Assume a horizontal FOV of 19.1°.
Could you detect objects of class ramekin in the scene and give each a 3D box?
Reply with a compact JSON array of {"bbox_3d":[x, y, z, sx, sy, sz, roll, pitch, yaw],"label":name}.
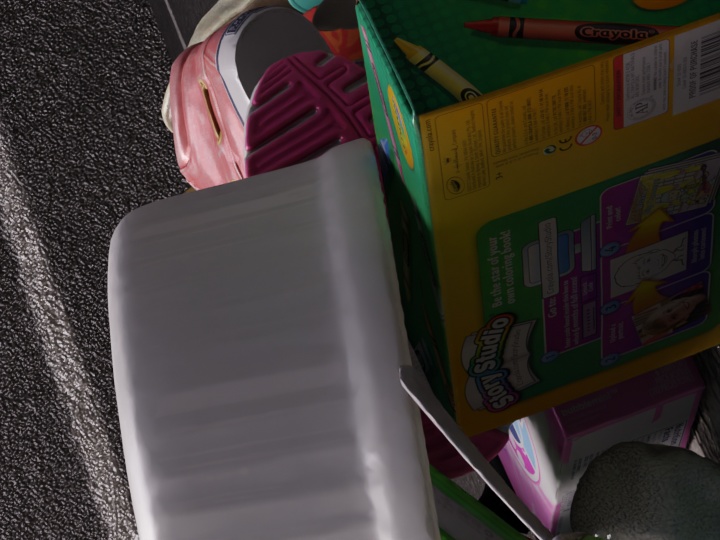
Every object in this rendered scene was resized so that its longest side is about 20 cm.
[{"bbox_3d":[-0.026,0.059,0.765,0.200,0.097,0.201,171,90,-90],"label":"ramekin"}]

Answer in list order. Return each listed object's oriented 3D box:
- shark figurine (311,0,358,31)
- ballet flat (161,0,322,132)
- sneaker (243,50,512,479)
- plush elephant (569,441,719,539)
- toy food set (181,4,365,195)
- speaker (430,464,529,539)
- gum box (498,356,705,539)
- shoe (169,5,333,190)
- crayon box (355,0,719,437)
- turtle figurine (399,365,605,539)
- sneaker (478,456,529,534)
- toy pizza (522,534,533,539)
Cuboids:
[{"bbox_3d":[0.021,-0.130,1.016,0.215,0.089,0.128,-115,7,-52],"label":"shark figurine"},{"bbox_3d":[-0.038,-0.150,1.167,0.067,0.200,0.062,27,-148,-31],"label":"ballet flat"},{"bbox_3d":[0.000,0.000,0.967,0.088,0.081,0.201,146,104,-81],"label":"sneaker"},{"bbox_3d":[0.105,0.145,0.755,0.155,0.165,0.200,31,169,-20],"label":"plush elephant"},{"bbox_3d":[-0.007,-0.034,1.111,0.049,0.200,0.199,6,-76,-64],"label":"toy food set"},{"bbox_3d":[0.033,0.140,0.895,0.200,0.089,0.088,37,171,1],"label":"speaker"},{"bbox_3d":[0.095,0.044,0.977,0.200,0.066,0.114,86,163,-67],"label":"gum box"},{"bbox_3d":[-0.026,-0.031,1.061,0.091,0.071,0.201,-10,108,61],"label":"shoe"},{"bbox_3d":[0.071,-0.030,0.747,0.200,0.118,0.058,80,168,-55],"label":"crayon box"},{"bbox_3d":[0.109,0.047,0.569,0.194,0.144,0.201,-161,48,-77],"label":"turtle figurine"},{"bbox_3d":[0.070,0.058,1.154,0.072,0.083,0.201,-140,31,-77],"label":"sneaker"},{"bbox_3d":[0.101,0.186,1.165,0.200,0.032,0.200,33,159,14],"label":"toy pizza"}]
